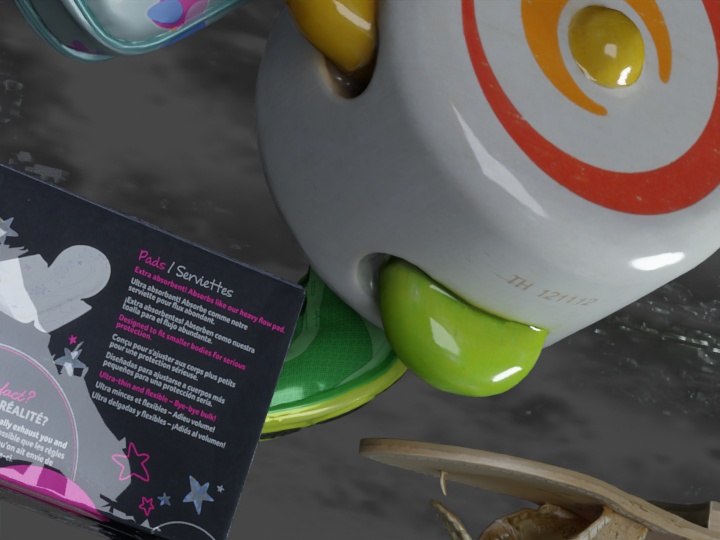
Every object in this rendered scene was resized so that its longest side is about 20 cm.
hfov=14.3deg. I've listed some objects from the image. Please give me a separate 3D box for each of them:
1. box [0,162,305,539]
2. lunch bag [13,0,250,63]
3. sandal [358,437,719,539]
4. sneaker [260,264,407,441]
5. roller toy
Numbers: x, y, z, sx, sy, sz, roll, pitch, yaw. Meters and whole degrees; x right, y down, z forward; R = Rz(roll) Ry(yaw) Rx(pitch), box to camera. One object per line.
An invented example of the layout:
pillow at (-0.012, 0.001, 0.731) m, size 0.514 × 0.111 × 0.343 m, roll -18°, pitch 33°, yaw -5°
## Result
box at (-0.145, 0.024, 1.124) m, size 0.200 × 0.132 × 0.115 m, roll 24°, pitch 79°, yaw -22°
lunch bag at (-0.101, -0.194, 1.166) m, size 0.160 × 0.077 × 0.200 m, roll -32°, pitch 103°, yaw -18°
sandal at (0.093, 0.126, 1.257) m, size 0.211 × 0.078 × 0.070 m, roll 14°, pitch 79°, yaw -28°
sneaker at (0.000, 0.000, 1.221) m, size 0.200 × 0.074 × 0.084 m, roll -43°, pitch 103°, yaw -28°
roller toy at (0.063, -0.069, 1.146) m, size 0.182 × 0.140 × 0.200 m, roll -27°, pitch 87°, yaw -39°
